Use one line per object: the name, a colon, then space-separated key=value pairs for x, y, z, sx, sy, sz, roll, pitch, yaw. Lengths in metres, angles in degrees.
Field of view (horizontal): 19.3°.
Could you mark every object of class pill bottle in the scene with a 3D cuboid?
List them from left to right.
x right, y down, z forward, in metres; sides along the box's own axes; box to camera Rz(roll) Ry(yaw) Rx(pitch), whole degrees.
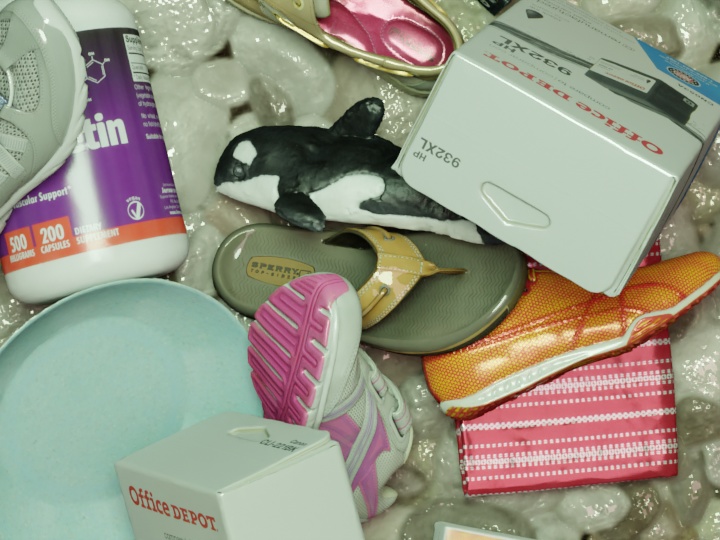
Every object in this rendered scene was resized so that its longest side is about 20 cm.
pill bottle: x=-0.176 y=-0.086 z=1.259 sx=0.112 sy=0.112 sz=0.201 roll=-14 pitch=89 yaw=-7

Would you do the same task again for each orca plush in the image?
orca plush: x=0.004 y=-0.065 z=1.260 sx=0.199 sy=0.105 sz=0.072 roll=18 pitch=113 yaw=36

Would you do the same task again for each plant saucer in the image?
plant saucer: x=-0.153 y=0.090 z=1.261 sx=0.200 sy=0.039 sz=0.202 roll=-14 pitch=119 yaw=-25

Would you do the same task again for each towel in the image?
towel: x=0.123 y=0.036 z=1.333 sx=0.143 sy=0.022 sz=0.202 roll=-5 pitch=89 yaw=-6

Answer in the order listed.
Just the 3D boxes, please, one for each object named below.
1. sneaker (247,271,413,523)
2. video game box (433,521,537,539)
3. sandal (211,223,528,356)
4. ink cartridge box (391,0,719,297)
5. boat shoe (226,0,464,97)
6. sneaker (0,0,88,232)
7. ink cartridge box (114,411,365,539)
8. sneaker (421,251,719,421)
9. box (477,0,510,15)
sneaker: x=-0.014 y=0.079 z=1.263 sx=0.088 sy=0.201 sz=0.081 roll=-15 pitch=45 yaw=-23
video game box: x=0.128 y=0.264 z=1.313 sx=0.199 sy=0.047 sz=0.184 roll=11 pitch=84 yaw=-6
sandal: x=0.000 y=0.000 z=1.272 sx=0.199 sy=0.055 sz=0.082 roll=9 pitch=71 yaw=18
ink cartridge box: x=0.124 y=-0.081 z=1.230 sx=0.145 sy=0.200 sz=0.084 roll=30 pitch=115 yaw=8
boat shoe: x=-0.020 y=-0.176 z=1.301 sx=0.199 sy=0.069 sz=0.074 roll=27 pitch=85 yaw=-5
sneaker: x=-0.217 y=-0.066 z=1.170 sx=0.075 sy=0.082 sz=0.200 roll=48 pitch=124 yaw=22
ink cartridge box: x=-0.054 y=0.194 z=1.219 sx=0.083 sy=0.144 sz=0.201 roll=-20 pitch=102 yaw=-28
sneaker: x=0.130 y=0.023 z=1.289 sx=0.199 sy=0.073 sz=0.078 roll=-21 pitch=81 yaw=-10
box: x=0.097 y=-0.288 z=1.331 sx=0.159 sy=0.046 sz=0.200 roll=43 pitch=84 yaw=-3
